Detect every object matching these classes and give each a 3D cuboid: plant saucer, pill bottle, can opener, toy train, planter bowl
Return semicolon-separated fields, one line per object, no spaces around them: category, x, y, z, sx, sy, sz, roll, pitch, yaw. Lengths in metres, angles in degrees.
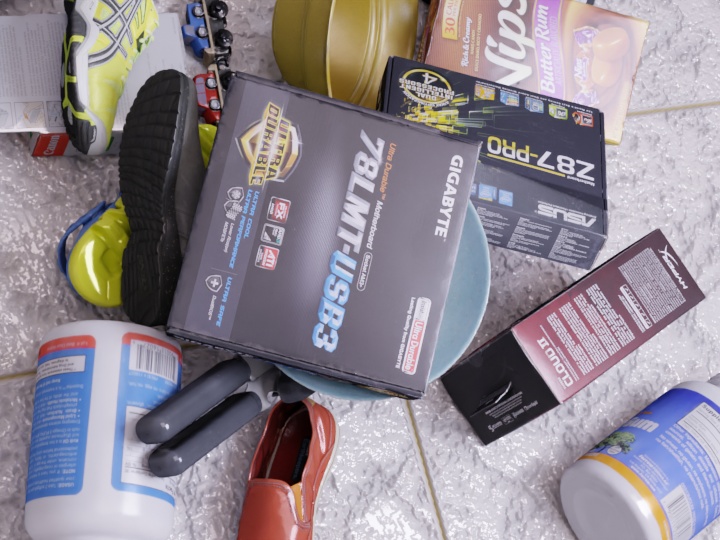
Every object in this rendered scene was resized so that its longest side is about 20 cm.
plant saucer;0.000;0.000;1.178;0.198;0.039;0.204;1;83;-8
pill bottle;-0.192;0.148;1.141;0.111;0.112;0.202;9;68;-18
pill bottle;0.277;0.165;1.318;0.199;0.112;0.113;-32;84;-28
can opener;-0.085;0.091;1.154;0.200;0.066;0.054;-35;109;-54
toy train;-0.125;-0.149;1.322;0.045;0.034;0.202;-7;74;-10
planter bowl;-0.023;-0.211;1.330;0.083;0.201;0.202;11;62;22

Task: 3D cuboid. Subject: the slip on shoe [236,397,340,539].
slip on shoe;-0.067;0.187;1.190;0.061;0.073;0.202;54;44;-48

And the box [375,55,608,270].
box;0.106;-0.092;1.280;0.198;0.049;0.162;15;46;-6

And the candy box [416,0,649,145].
candy box;0.153;-0.195;1.401;0.198;0.056;0.118;13;92;-9

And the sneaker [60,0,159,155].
sneaker;-0.199;-0.188;1.226;0.076;0.075;0.202;7;70;-18

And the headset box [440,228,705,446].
headset box;0.171;0.062;1.294;0.199;0.149;0.078;-33;84;-29

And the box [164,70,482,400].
box;-0.026;-0.024;1.135;0.196;0.050;0.202;15;81;-5

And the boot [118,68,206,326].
boot;-0.120;-0.050;1.195;0.130;0.067;0.203;1;93;-45

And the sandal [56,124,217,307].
sandal;-0.177;-0.048;1.234;0.200;0.087;0.080;-44;111;-32

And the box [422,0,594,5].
box;0.160;-0.311;1.485;0.159;0.044;0.201;28;64;-9

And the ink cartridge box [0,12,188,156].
ink cartridge box;-0.243;-0.154;1.267;0.198;0.050;0.110;-4;73;-22
